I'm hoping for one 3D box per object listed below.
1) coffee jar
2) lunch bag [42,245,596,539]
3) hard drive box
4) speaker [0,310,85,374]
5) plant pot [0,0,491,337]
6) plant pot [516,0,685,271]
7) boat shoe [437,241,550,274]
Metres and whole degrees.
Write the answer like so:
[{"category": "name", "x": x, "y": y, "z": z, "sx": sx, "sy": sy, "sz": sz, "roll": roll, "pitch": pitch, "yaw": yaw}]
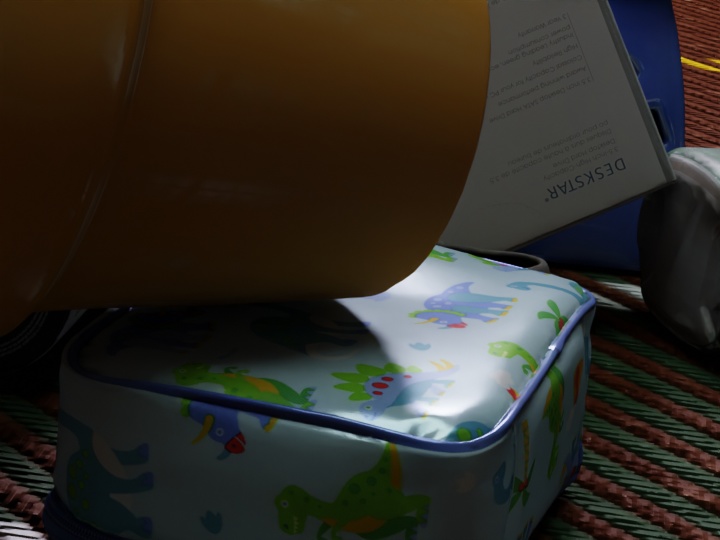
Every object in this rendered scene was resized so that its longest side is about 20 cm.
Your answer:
[{"category": "coffee jar", "x": 0.234, "y": -0.008, "z": 1.059, "sx": 0.199, "sy": 0.086, "sz": 0.104, "roll": 1, "pitch": 18, "yaw": -19}, {"category": "lunch bag", "x": -0.011, "y": 0.046, "z": 0.796, "sx": 0.160, "sy": 0.083, "sz": 0.200, "roll": 11, "pitch": 18, "yaw": 14}, {"category": "hard drive box", "x": 0.028, "y": -0.106, "z": 1.019, "sx": 0.155, "sy": 0.201, "sz": 0.077, "roll": -22, "pitch": 17, "yaw": 4}, {"category": "speaker", "x": -0.131, "y": -0.023, "z": 0.971, "sx": 0.081, "sy": 0.082, "sz": 0.200, "roll": 8, "pitch": 16, "yaw": 6}, {"category": "plant pot", "x": -0.067, "y": -0.067, "z": 0.741, "sx": 0.182, "sy": 0.201, "sz": 0.200, "roll": 11, "pitch": 14, "yaw": -25}, {"category": "plant pot", "x": 0.071, "y": -0.120, "z": 1.197, "sx": 0.199, "sy": 0.181, "sz": 0.200, "roll": 6, "pitch": 17, "yaw": 1}, {"category": "boat shoe", "x": 0.000, "y": 0.000, "z": 0.962, "sx": 0.199, "sy": 0.074, "sz": 0.074, "roll": 16, "pitch": 19, "yaw": 28}]
